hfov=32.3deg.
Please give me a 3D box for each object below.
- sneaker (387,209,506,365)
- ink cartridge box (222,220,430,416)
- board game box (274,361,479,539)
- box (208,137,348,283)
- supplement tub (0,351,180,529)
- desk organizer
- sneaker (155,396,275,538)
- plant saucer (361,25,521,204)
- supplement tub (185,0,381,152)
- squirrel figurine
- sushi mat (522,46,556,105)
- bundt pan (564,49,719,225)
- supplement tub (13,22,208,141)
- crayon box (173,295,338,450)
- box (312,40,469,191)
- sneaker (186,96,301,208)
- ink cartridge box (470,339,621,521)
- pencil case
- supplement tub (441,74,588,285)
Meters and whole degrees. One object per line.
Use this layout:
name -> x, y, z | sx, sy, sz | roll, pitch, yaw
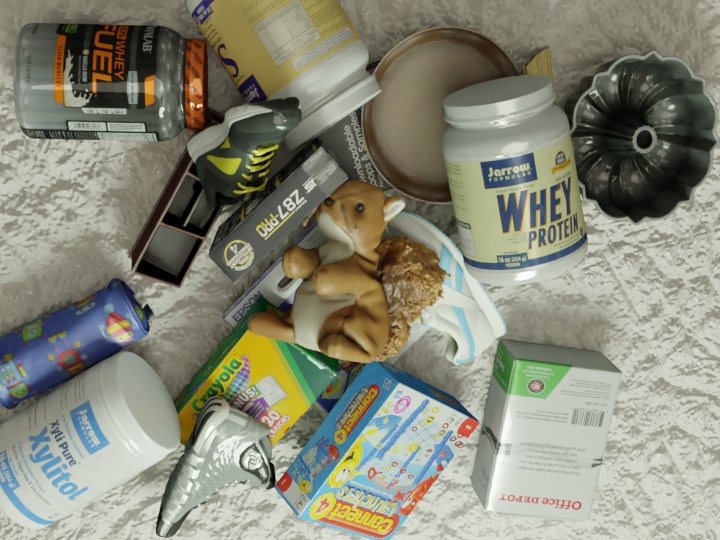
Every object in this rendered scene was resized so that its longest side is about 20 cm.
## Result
sneaker -> 0.089, 0.018, 1.458 | 0.080, 0.076, 0.201 | -38, 102, -11
ink cartridge box -> -0.031, 0.047, 1.498 | 0.198, 0.047, 0.200 | -44, 107, 4
board game box -> 0.024, 0.220, 1.495 | 0.197, 0.056, 0.199 | -54, 141, 6
box -> -0.089, -0.071, 1.338 | 0.161, 0.200, 0.049 | -44, 99, 3
supplement tub -> -0.320, 0.195, 1.420 | 0.198, 0.132, 0.133 | -31, 108, 12
desk organizer -> -0.188, -0.077, 1.417 | 0.071, 0.077, 0.202 | 27, 99, -16
sneaker -> -0.161, 0.249, 1.453 | 0.114, 0.075, 0.202 | 21, 117, -12
plant saucer -> 0.095, -0.179, 1.429 | 0.196, 0.032, 0.204 | -3, 105, -10
supplement tub -> -0.080, -0.245, 1.338 | 0.144, 0.145, 0.202 | -33, 94, 0
squirrel figurine -> 0.000, 0.000, 1.371 | 0.198, 0.140, 0.190 | 13, 89, -42
sushi mat -> 0.221, -0.156, 1.469 | 0.012, 0.096, 0.203 | -2, 109, 28
bundt pan -> 0.322, -0.162, 1.483 | 0.198, 0.076, 0.206 | -4, 104, -14
supplement tub -> -0.264, -0.202, 1.337 | 0.196, 0.123, 0.125 | 0, 105, -4
crayon box -> -0.129, 0.141, 1.466 | 0.118, 0.059, 0.200 | 34, 115, -15
box -> 0.038, -0.172, 1.455 | 0.197, 0.036, 0.145 | -20, 107, -3
sneaker -> -0.110, -0.119, 1.279 | 0.074, 0.199, 0.086 | -12, 86, -30
ink cartridge box -> 0.230, 0.201, 1.564 | 0.143, 0.084, 0.203 | 8, 103, -12
pencil case -> -0.338, 0.079, 1.431 | 0.198, 0.087, 0.079 | -28, 132, -1
supplement tub -> 0.168, -0.101, 1.373 | 0.143, 0.145, 0.203 | -15, 108, -6
